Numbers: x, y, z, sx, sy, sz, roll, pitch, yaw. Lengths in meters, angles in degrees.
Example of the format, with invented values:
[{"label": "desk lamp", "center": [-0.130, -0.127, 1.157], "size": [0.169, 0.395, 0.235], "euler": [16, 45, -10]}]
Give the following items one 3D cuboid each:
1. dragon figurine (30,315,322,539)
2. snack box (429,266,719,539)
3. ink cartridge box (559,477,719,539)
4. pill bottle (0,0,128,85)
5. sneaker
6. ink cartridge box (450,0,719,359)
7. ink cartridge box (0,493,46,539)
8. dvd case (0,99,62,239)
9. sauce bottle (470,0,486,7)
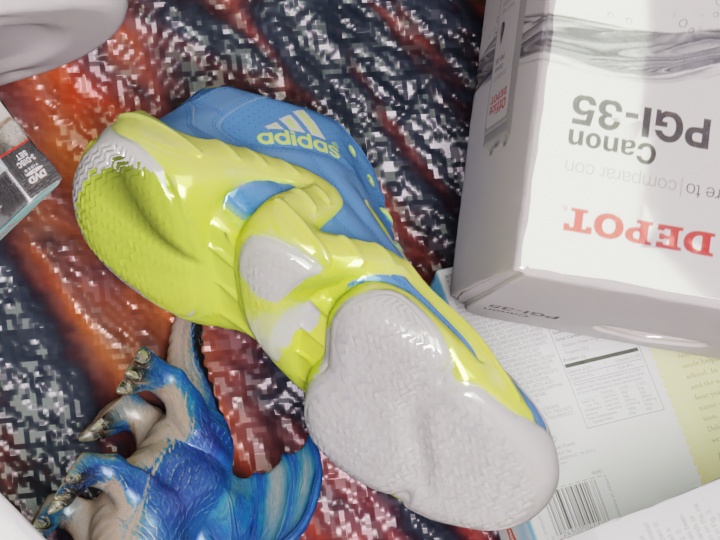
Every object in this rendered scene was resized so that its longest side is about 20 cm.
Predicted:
[{"label": "dragon figurine", "center": [-0.052, 0.080, 0.938], "size": [0.099, 0.059, 0.200], "euler": [33, 42, -6]}, {"label": "snack box", "center": [0.133, 0.037, 1.007], "size": [0.199, 0.037, 0.117], "euler": [-12, 66, -18]}, {"label": "ink cartridge box", "center": [0.174, 0.104, 0.866], "size": [0.199, 0.050, 0.109], "euler": [-20, 67, -5]}, {"label": "pill bottle", "center": [-0.157, -0.169, 0.942], "size": [0.112, 0.113, 0.201], "euler": [-12, 81, -18]}, {"label": "sneaker", "center": [0.000, 0.000, 0.944], "size": [0.200, 0.076, 0.105], "euler": [40, 40, 1]}, {"label": "ink cartridge box", "center": [0.122, -0.077, 0.955], "size": [0.145, 0.083, 0.201], "euler": [10, 80, -13]}, {"label": "ink cartridge box", "center": [-0.177, 0.082, 0.862], "size": [0.200, 0.145, 0.084], "euler": [46, 69, -2]}, {"label": "dvd case", "center": [-0.200, -0.071, 0.896], "size": [0.200, 0.146, 0.022], "euler": [52, 41, -1]}, {"label": "sauce bottle", "center": [0.075, -0.121, 1.024], "size": [0.199, 0.065, 0.065], "euler": [22, 73, -12]}]
